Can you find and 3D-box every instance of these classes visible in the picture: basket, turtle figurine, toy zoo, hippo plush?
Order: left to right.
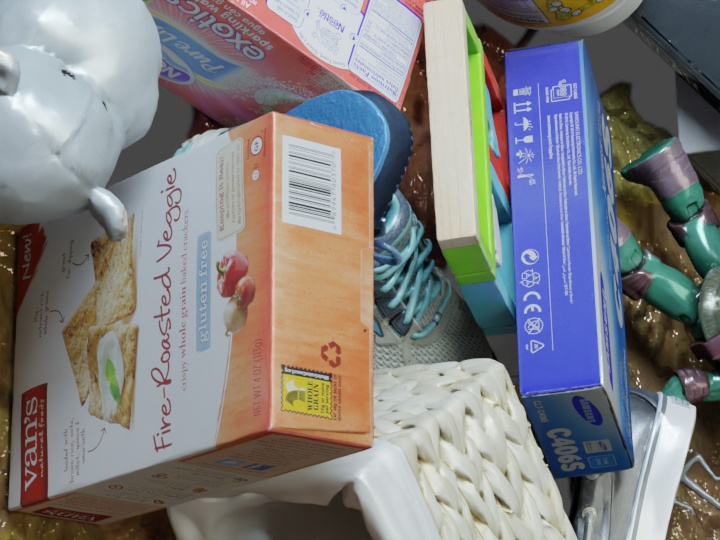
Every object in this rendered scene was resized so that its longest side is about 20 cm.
[{"bbox_3d":[-0.174,-0.069,1.071,0.159,0.161,0.200,47,52,-19],"label":"hippo plush"},{"bbox_3d":[0.023,0.148,1.172,0.123,0.135,0.200,-40,113,-43],"label":"basket"},{"bbox_3d":[0.067,-0.029,1.287,0.200,0.020,0.131,59,26,-61],"label":"toy zoo"},{"bbox_3d":[0.195,0.032,1.400,0.200,0.101,0.150,54,45,-4],"label":"turtle figurine"}]

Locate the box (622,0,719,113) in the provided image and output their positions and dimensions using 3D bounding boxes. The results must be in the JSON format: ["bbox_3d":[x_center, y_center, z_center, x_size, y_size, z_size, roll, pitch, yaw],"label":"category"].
[{"bbox_3d":[0.237,-0.187,1.411,0.160,0.200,0.044,47,1,22],"label":"box"}]

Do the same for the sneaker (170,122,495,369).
[{"bbox_3d":[0.000,0.000,1.247,0.200,0.086,0.078,38,55,-26],"label":"sneaker"}]

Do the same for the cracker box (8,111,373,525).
[{"bbox_3d":[-0.076,0.026,1.098,0.058,0.200,0.134,12,69,-36],"label":"cracker box"}]

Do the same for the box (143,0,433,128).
[{"bbox_3d":[-0.070,-0.148,1.228,0.200,0.095,0.103,32,58,-28],"label":"box"}]

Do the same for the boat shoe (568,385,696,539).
[{"bbox_3d":[0.115,0.153,1.314,0.068,0.072,0.200,16,78,1],"label":"boat shoe"}]

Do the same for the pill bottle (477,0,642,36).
[{"bbox_3d":[0.090,-0.189,1.322,0.200,0.113,0.113,36,48,-67],"label":"pill bottle"}]

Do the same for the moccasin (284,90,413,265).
[{"bbox_3d":[-0.037,-0.004,1.168,0.068,0.200,0.081,5,44,-47],"label":"moccasin"}]

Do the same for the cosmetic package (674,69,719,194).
[{"bbox_3d":[0.212,-0.152,1.478,0.083,0.051,0.200,33,52,-64],"label":"cosmetic package"}]

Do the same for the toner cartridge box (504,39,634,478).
[{"bbox_3d":[0.105,-0.007,1.293,0.095,0.043,0.200,61,24,-57],"label":"toner cartridge box"}]
